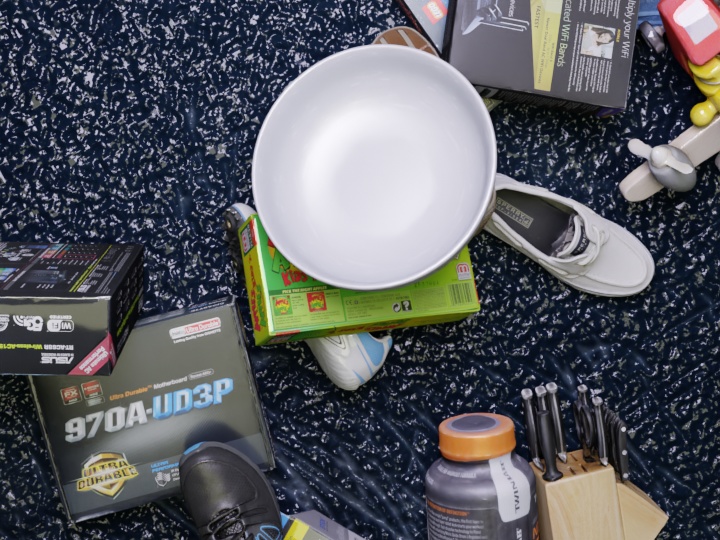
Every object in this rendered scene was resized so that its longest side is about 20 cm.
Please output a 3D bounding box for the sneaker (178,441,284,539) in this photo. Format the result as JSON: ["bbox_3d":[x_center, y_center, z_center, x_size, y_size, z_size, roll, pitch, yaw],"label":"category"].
[{"bbox_3d":[-0.095,0.241,0.863,0.072,0.082,0.202,-28,96,3],"label":"sneaker"}]

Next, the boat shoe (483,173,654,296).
[{"bbox_3d":[0.190,-0.031,0.917,0.198,0.066,0.073,30,93,-12],"label":"boat shoe"}]

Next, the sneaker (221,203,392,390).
[{"bbox_3d":[-0.050,0.016,0.911,0.072,0.072,0.201,-42,96,-26],"label":"sneaker"}]

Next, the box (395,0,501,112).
[{"bbox_3d":[0.102,-0.261,0.894,0.136,0.038,0.201,-37,99,1],"label":"box"}]

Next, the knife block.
[{"bbox_3d":[0.192,0.217,0.956,0.174,0.064,0.202,33,94,-8],"label":"knife block"}]

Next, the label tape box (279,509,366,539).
[{"bbox_3d":[-0.051,0.311,0.946,0.198,0.063,0.146,31,94,-5],"label":"label tape box"}]

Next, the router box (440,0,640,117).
[{"bbox_3d":[0.155,-0.243,0.843,0.154,0.052,0.204,9,90,-5],"label":"router box"}]

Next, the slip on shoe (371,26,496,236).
[{"bbox_3d":[0.061,-0.120,0.883,0.075,0.061,0.202,-26,70,-5],"label":"slip on shoe"}]

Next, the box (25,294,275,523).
[{"bbox_3d":[-0.189,0.126,0.918,0.196,0.046,0.162,-13,99,-3],"label":"box"}]

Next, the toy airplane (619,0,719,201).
[{"bbox_3d":[0.333,-0.143,0.862,0.195,0.142,0.203,1,124,-8],"label":"toy airplane"}]

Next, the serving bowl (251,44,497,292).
[{"bbox_3d":[0.015,-0.076,0.809,0.196,0.066,0.204,-4,74,13],"label":"serving bowl"}]

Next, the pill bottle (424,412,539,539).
[{"bbox_3d":[0.114,0.239,0.930,0.104,0.106,0.205,-6,99,-4],"label":"pill bottle"}]

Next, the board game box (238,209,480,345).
[{"bbox_3d":[0.000,0.000,0.871,0.196,0.048,0.104,-5,77,-24],"label":"board game box"}]

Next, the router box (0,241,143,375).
[{"bbox_3d":[-0.262,0.026,0.818,0.146,0.200,0.064,2,103,-5],"label":"router box"}]

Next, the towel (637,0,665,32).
[{"bbox_3d":[0.310,-0.271,0.906,0.195,0.049,0.114,2,97,-5],"label":"towel"}]
